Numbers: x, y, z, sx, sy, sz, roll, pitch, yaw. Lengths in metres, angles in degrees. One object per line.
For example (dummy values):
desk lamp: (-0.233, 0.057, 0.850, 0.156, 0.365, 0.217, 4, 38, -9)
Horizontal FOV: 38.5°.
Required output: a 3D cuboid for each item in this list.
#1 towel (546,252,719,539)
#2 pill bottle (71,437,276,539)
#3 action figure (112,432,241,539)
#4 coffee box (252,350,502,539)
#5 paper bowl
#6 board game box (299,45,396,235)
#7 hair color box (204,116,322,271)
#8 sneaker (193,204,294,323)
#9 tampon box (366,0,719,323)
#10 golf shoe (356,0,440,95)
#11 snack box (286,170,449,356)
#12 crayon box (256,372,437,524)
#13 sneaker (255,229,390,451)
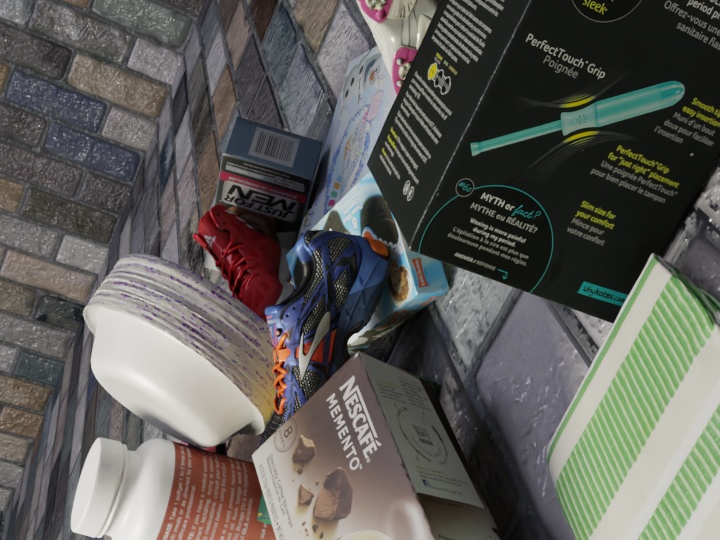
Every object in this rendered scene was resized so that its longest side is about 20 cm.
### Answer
towel: (0.158, 0.097, 0.499, 0.154, 0.023, 0.201, -65, 22, 19)
pill bottle: (-0.159, 0.221, 0.957, 0.112, 0.197, 0.113, -51, 28, 41)
action figure: (-0.175, 0.210, 1.107, 0.135, 0.146, 0.202, -86, 10, -49)
coffee box: (0.017, 0.166, 0.626, 0.113, 0.079, 0.201, -44, 44, 21)
paper bowl: (-0.166, 0.085, 0.950, 0.105, 0.200, 0.200, -58, 15, -23)
board game box: (0.013, -0.131, 1.038, 0.199, 0.043, 0.203, -3, 70, 70)
hair color box: (-0.111, -0.070, 1.154, 0.201, 0.097, 0.061, 110, 175, -52)
sneaker: (-0.129, 0.004, 1.056, 0.079, 0.115, 0.200, -51, 15, 12)
tampon box: (0.117, -0.102, 0.591, 0.202, 0.148, 0.127, -63, 22, 20)
golf shoe: (0.038, -0.217, 0.870, 0.074, 0.201, 0.092, -25, 44, 4)
snack box: (0.000, 0.000, 0.908, 0.200, 0.037, 0.118, -40, 61, 55)
crayon box: (-0.016, 0.152, 0.846, 0.200, 0.058, 0.121, -28, 46, 62)
sneaker: (-0.046, 0.059, 0.814, 0.075, 0.078, 0.203, -16, 54, 67)
